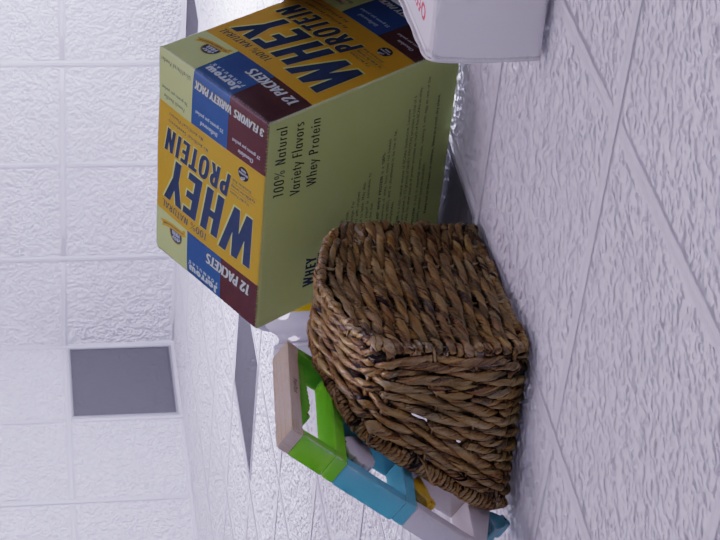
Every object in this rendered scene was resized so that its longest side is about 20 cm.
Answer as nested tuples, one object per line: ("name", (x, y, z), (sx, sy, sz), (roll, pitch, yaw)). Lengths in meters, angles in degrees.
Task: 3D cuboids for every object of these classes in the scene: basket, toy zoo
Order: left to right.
("toy zoo", (0.024, 0.137, 1.368), (0.020, 0.200, 0.131), (-50, 19, 18))
("basket", (0.031, 0.070, 1.409), (0.200, 0.142, 0.150), (-108, 20, -59))

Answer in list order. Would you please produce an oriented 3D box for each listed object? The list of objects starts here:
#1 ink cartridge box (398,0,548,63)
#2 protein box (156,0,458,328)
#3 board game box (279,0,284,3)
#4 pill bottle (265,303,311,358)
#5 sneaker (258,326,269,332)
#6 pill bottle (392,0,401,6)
("ink cartridge box", (0.077, -0.256, 1.270), (0.146, 0.084, 0.201), (-106, 20, -55))
("protein box", (-0.045, -0.098, 1.544), (0.135, 0.200, 0.199), (37, 137, 34))
("board game box", (0.021, -0.250, 1.485), (0.039, 0.158, 0.200), (51, 165, -8))
("pill bottle", (-0.041, 0.005, 1.888), (0.114, 0.114, 0.201), (152, 116, -79))
("sneaker", (-0.120, -0.031, 2.429), (0.114, 0.075, 0.201), (-112, 20, -56))
("pill bottle", (-0.029, -0.278, 1.688), (0.200, 0.112, 0.113), (-132, 41, -68))
